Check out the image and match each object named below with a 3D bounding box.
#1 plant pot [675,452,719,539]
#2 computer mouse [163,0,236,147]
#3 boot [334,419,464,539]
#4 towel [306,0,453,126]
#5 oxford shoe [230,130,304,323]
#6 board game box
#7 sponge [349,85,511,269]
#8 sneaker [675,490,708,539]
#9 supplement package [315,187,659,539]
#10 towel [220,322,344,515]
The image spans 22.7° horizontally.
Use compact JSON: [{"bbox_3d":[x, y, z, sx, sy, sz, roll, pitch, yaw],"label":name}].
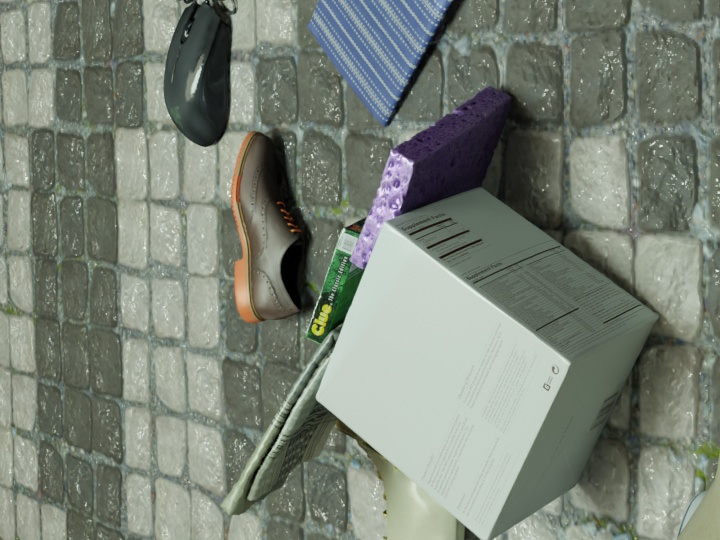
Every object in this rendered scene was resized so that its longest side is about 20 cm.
[{"bbox_3d":[0.300,0.206,1.253,0.202,0.199,0.184,67,151,24],"label":"plant pot"},{"bbox_3d":[-0.190,-0.239,1.998,0.138,0.052,0.203,10,102,53],"label":"computer mouse"},{"bbox_3d":[0.036,0.209,1.713,0.199,0.071,0.157,15,108,53],"label":"boot"},{"bbox_3d":[0.024,-0.256,1.704,0.145,0.024,0.201,55,140,23],"label":"towel"},{"bbox_3d":[-0.090,-0.048,1.883,0.072,0.071,0.203,-5,86,26],"label":"oxford shoe"},{"bbox_3d":[0.000,0.000,1.641,0.023,0.200,0.106,24,102,10],"label":"board game box"},{"bbox_3d":[0.064,-0.080,1.539,0.030,0.200,0.112,30,122,17],"label":"sponge"},{"bbox_3d":[0.250,0.262,1.409,0.071,0.072,0.202,24,113,47],"label":"sneaker"},{"bbox_3d":[0.103,0.073,1.494,0.199,0.146,0.193,38,124,25],"label":"supplement package"},{"bbox_3d":[-0.041,0.126,1.622,0.034,0.192,0.201,34,103,8],"label":"towel"}]
